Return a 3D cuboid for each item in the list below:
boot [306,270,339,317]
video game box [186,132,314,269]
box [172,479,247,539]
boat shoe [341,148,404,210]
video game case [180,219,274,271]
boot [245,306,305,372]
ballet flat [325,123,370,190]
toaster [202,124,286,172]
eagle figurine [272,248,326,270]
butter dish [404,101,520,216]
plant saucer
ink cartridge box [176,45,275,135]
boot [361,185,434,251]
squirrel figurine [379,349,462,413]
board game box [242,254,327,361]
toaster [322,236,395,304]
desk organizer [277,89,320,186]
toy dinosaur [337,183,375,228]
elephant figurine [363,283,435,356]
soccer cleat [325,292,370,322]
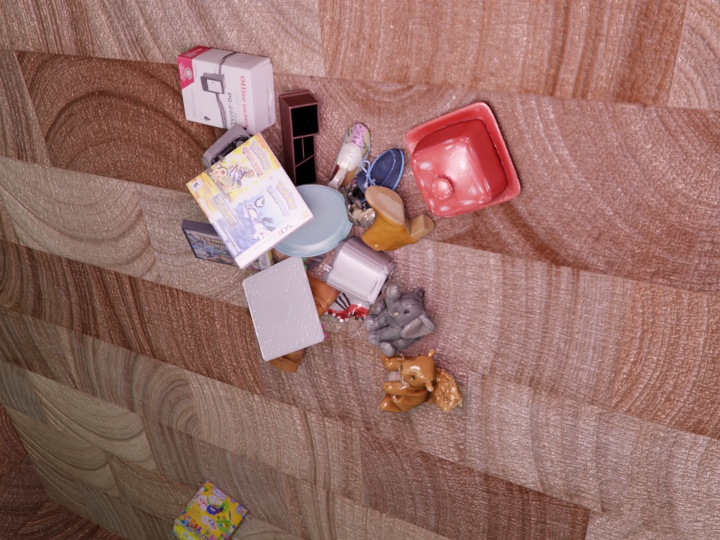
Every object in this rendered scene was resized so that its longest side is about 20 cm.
[{"bbox_3d":[-0.145,0.068,1.577,0.197,0.156,0.074,-11,123,37],"label":"boot"},{"bbox_3d":[-0.217,-0.137,1.275,0.181,0.047,0.202,-35,91,-3],"label":"video game box"},{"bbox_3d":[-0.564,0.942,2.408,0.198,0.193,0.123,33,132,8],"label":"box"},{"bbox_3d":[0.022,-0.177,1.350,0.201,0.067,0.085,-54,43,41],"label":"boat shoe"},{"bbox_3d":[-0.299,-0.051,1.475,0.195,0.026,0.181,11,160,0],"label":"video game case"},{"bbox_3d":[-0.242,0.193,1.793,0.196,0.077,0.157,24,134,7],"label":"boot"},{"bbox_3d":[-0.033,-0.217,1.375,0.068,0.071,0.202,33,132,8],"label":"ballet flat"},{"bbox_3d":[-0.238,-0.189,1.409,0.181,0.118,0.201,48,169,16],"label":"toaster"},{"bbox_3d":[-0.190,-0.080,1.533,0.198,0.151,0.153,32,112,16],"label":"eagle figurine"},{"bbox_3d":[0.175,-0.182,1.217,0.197,0.148,0.202,-13,113,37],"label":"butter dish"},{"bbox_3d":[-0.113,-0.110,1.380,0.195,0.028,0.203,-9,137,-9],"label":"plant saucer"},{"bbox_3d":[-0.293,-0.396,1.409,0.196,0.083,0.148,17,128,22],"label":"ink cartridge box"},{"bbox_3d":[0.046,-0.097,1.357,0.199,0.072,0.143,24,145,-36],"label":"boot"},{"bbox_3d":[0.149,0.254,1.513,0.196,0.144,0.187,16,151,-10],"label":"squirrel figurine"},{"bbox_3d":[-0.178,0.089,1.499,0.197,0.026,0.204,-22,81,34],"label":"board game box"},{"bbox_3d":[0.000,0.000,1.425,0.127,0.200,0.116,27,100,7],"label":"toaster"},{"bbox_3d":[-0.126,-0.272,1.375,0.077,0.070,0.204,-126,28,-51],"label":"desk organizer"},{"bbox_3d":[-0.014,-0.128,1.297,0.047,0.200,0.090,-21,97,-6],"label":"toy dinosaur"},{"bbox_3d":[0.105,0.100,1.449,0.142,0.155,0.200,46,136,5],"label":"elephant figurine"},{"bbox_3d":[-0.033,0.078,1.583,0.068,0.087,0.199,26,163,-25],"label":"soccer cleat"}]
